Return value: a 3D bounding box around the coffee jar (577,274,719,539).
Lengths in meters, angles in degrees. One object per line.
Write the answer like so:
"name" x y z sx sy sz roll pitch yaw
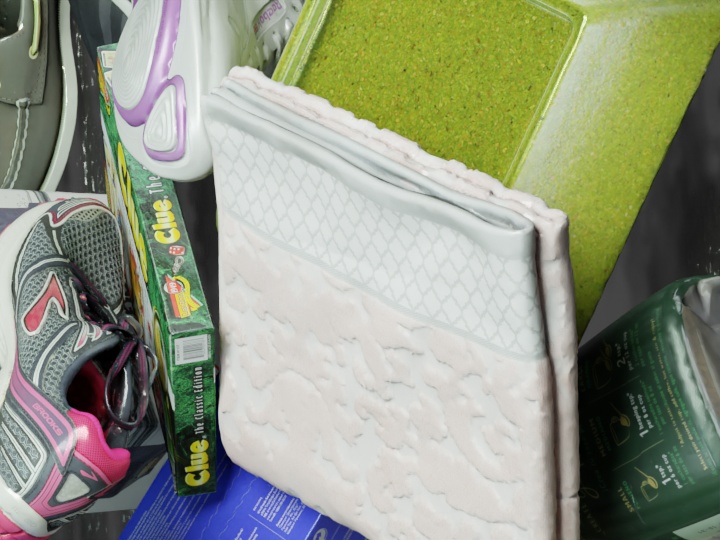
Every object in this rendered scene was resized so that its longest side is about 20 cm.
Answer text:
"coffee jar" 0.095 0.086 1.140 0.200 0.085 0.104 -31 70 38

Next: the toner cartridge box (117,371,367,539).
"toner cartridge box" -0.030 0.082 1.236 0.095 0.043 0.200 31 89 39

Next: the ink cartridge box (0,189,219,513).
"ink cartridge box" -0.163 0.039 1.300 0.084 0.200 0.145 -43 63 32

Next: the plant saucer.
"plant saucer" 0.029 -0.063 1.129 0.200 0.048 0.200 31 101 38

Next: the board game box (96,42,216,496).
"board game box" -0.094 -0.004 1.243 0.200 0.023 0.105 -109 17 -46

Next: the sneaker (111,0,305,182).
"sneaker" -0.059 -0.107 1.220 0.075 0.100 0.200 -53 26 33

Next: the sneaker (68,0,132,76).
"sneaker" -0.089 -0.109 1.331 0.200 0.072 0.083 55 149 28

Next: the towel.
"towel" 0.009 0.033 1.089 0.200 0.032 0.191 27 131 42

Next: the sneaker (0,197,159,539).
"sneaker" -0.123 0.039 1.188 0.075 0.081 0.200 -30 34 24

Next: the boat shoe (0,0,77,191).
"boat shoe" -0.186 -0.124 1.408 0.072 0.060 0.202 13 100 42
